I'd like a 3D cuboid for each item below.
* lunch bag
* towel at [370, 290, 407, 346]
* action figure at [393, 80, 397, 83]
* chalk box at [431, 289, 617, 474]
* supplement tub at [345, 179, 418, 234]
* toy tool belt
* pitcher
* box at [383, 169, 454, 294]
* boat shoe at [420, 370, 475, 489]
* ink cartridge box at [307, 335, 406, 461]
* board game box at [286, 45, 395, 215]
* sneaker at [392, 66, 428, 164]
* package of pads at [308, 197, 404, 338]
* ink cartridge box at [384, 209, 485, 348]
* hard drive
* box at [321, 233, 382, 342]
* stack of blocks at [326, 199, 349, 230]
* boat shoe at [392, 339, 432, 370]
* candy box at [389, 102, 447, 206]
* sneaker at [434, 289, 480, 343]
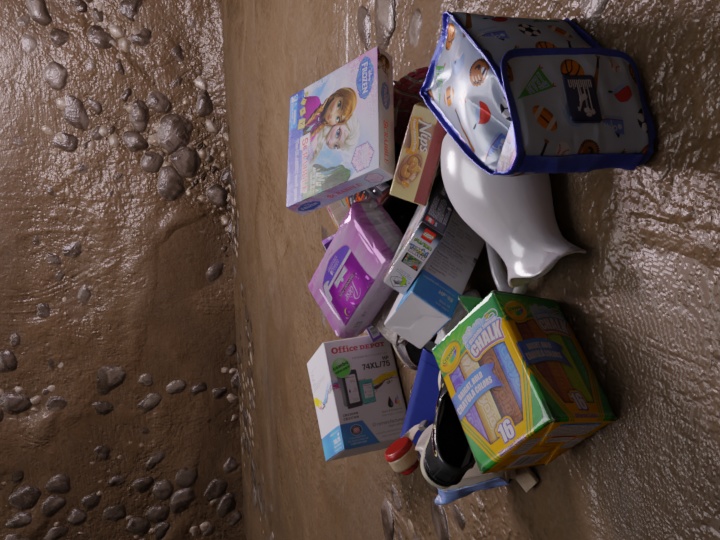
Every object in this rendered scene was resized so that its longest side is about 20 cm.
[{"bbox_3d":[0.177,-0.172,0.663,0.126,0.165,0.203,104,153,-43],"label":"lunch bag"},{"bbox_3d":[0.029,0.023,1.107,0.199,0.034,0.136,36,115,43],"label":"towel"},{"bbox_3d":[-0.018,-0.227,1.155,0.193,0.104,0.202,-40,14,47],"label":"action figure"},{"bbox_3d":[0.176,0.108,0.763,0.124,0.122,0.204,-48,49,38],"label":"chalk box"},{"bbox_3d":[0.036,-0.125,1.146,0.200,0.104,0.110,-130,39,-57],"label":"supplement tub"},{"bbox_3d":[0.136,0.273,0.910,0.198,0.125,0.125,-30,96,34],"label":"toy tool belt"},{"bbox_3d":[0.168,-0.073,0.800,0.204,0.118,0.172,65,161,15],"label":"pitcher"},{"bbox_3d":[0.093,-0.067,0.910,0.111,0.034,0.201,-59,2,38],"label":"box"},{"bbox_3d":[0.128,0.164,0.817,0.064,0.072,0.205,118,176,-54],"label":"boat shoe"},{"bbox_3d":[-0.007,0.249,1.305,0.146,0.142,0.206,126,134,-61],"label":"ink cartridge box"},{"bbox_3d":[-0.034,-0.211,1.020,0.196,0.041,0.206,-18,65,39],"label":"board game box"},{"bbox_3d":[0.055,-0.235,1.048,0.201,0.080,0.075,-52,14,24],"label":"sneaker"},{"bbox_3d":[0.000,0.000,1.045,0.122,0.074,0.202,55,135,25],"label":"package of pads"},{"bbox_3d":[0.116,-0.006,0.933,0.203,0.066,0.116,-61,1,-30],"label":"ink cartridge box"},{"bbox_3d":[0.133,0.212,0.973,0.129,0.025,0.204,23,127,18],"label":"hard drive"},{"bbox_3d":[-0.012,0.028,1.263,0.204,0.038,0.137,63,177,-7],"label":"box"},{"bbox_3d":[-0.002,-0.060,1.268,0.203,0.057,0.116,62,178,29],"label":"stack of blocks"},{"bbox_3d":[0.085,0.064,1.108,0.073,0.072,0.206,144,117,-67],"label":"boat shoe"},{"bbox_3d":[0.086,-0.168,0.917,0.200,0.054,0.119,-63,-11,-74],"label":"candy box"},{"bbox_3d":[0.151,0.118,0.977,0.099,0.074,0.204,39,133,30],"label":"sneaker"}]
